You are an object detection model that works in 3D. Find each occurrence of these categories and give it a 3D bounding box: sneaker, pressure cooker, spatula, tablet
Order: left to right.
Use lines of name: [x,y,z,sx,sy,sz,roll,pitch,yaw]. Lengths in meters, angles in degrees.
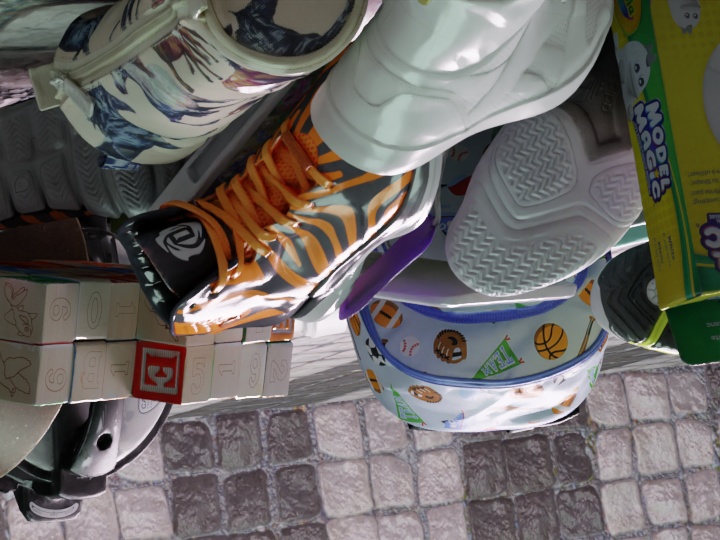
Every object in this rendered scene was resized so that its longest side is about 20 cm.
pressure cooker: [-0.209,0.052,1.576,0.199,0.176,0.179,-2,-140,50]
sneaker: [-0.149,-0.060,1.277,0.199,0.078,0.112,-6,-177,-5]
sneaker: [-0.040,-0.026,1.137,0.112,0.078,0.200,-16,151,-33]
tablet: [0.000,0.000,1.341,0.199,0.014,0.130,7,-174,35]
spatula: [0.046,-0.058,1.196,0.020,0.201,0.057,28,-164,-6]
sneaker: [0.069,-0.121,1.053,0.200,0.074,0.116,-38,165,-48]
sneaker: [0.106,-0.067,1.231,0.200,0.075,0.114,-50,-171,-9]
sneaker: [0.206,0.011,1.444,0.199,0.076,0.076,-9,175,-34]

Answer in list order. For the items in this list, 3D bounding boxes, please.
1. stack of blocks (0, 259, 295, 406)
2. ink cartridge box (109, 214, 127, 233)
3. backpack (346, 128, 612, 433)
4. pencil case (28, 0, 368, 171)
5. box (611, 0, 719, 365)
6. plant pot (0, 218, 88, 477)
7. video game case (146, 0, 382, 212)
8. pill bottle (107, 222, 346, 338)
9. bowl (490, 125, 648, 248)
stack of blocks: [-0.128,0.030,1.259,0.115,0.059,0.200,7,-177,26]
ink cartridge box: [-0.017,-0.071,1.336,0.199,0.076,0.148,-11,173,31]
backpack: [0.073,-0.002,1.543,0.199,0.192,0.154,-9,157,-1]
pencil case: [-0.068,-0.098,1.060,0.089,0.078,0.200,-21,179,-25]
box: [0.182,-0.062,1.154,0.117,0.201,0.048,-7,173,-20]
plant pot: [-0.279,0.009,1.352,0.186,0.188,0.199,-14,157,38]
video game case: [-0.005,-0.073,1.205,0.143,0.018,0.200,-1,141,-49]
pill bottle: [-0.113,0.015,1.757,0.199,0.113,0.112,-8,173,-9]
bowl: [0.151,-0.072,1.383,0.200,0.106,0.201,-12,178,-1]
